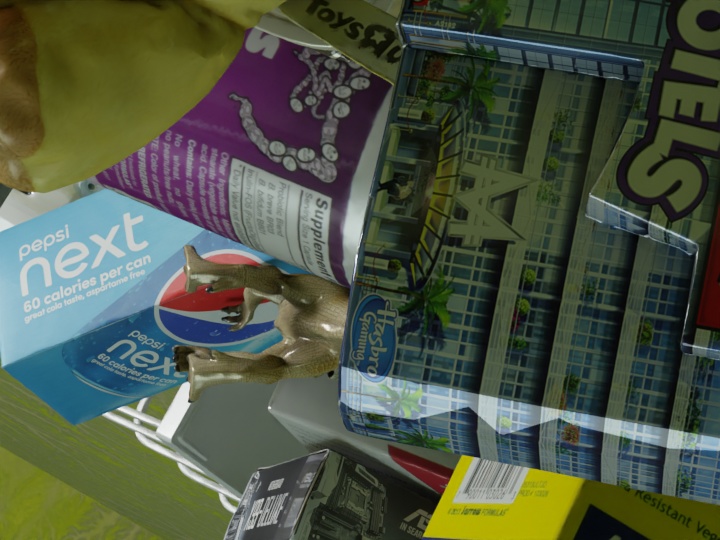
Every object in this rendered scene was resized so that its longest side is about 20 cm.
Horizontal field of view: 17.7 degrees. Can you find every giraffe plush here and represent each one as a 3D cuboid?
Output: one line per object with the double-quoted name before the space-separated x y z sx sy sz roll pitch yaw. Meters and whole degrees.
"giraffe plush" -0.077 -0.126 0.642 0.200 0.173 0.162 14 159 18

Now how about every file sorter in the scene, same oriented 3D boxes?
"file sorter" -0.061 0.059 1.303 0.124 0.139 0.200 19 164 39

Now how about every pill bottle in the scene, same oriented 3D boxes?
"pill bottle" -0.008 -0.055 0.849 0.200 0.112 0.112 22 165 20

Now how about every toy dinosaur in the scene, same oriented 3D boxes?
"toy dinosaur" -0.015 0.019 0.863 0.101 0.058 0.200 0 -179 -11

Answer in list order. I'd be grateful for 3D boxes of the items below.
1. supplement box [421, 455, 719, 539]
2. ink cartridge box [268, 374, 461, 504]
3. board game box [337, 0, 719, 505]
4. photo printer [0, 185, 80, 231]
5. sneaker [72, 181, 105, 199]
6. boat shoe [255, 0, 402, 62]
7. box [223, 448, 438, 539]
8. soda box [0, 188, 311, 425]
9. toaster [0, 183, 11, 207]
"supplement box" 0.120 0.038 0.761 0.109 0.200 0.110 31 165 -15
"ink cartridge box" 0.062 0.090 1.125 0.147 0.083 0.200 19 164 26
"board game box" 0.109 -0.041 0.601 0.200 0.200 0.062 9 163 11
"photo printer" -0.229 -0.040 1.395 0.166 0.069 0.200 25 166 9
"sneaker" -0.117 -0.074 0.991 0.200 0.100 0.075 32 -156 -13
"boat shoe" -0.061 -0.128 0.774 0.200 0.072 0.060 28 -170 21
"box" 0.042 0.156 1.123 0.200 0.050 0.158 28 165 -9
"soda box" -0.051 -0.008 0.957 0.200 0.068 0.064 -22 146 15
"toaster" -0.214 -0.093 1.054 0.114 0.129 0.200 17 163 38
